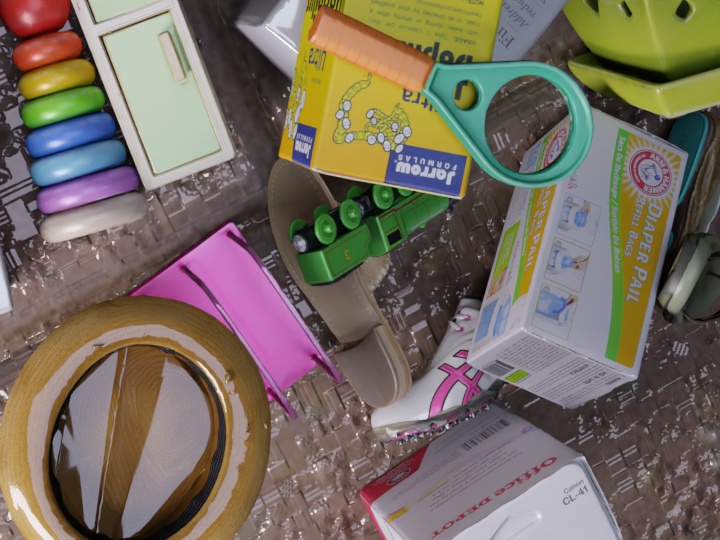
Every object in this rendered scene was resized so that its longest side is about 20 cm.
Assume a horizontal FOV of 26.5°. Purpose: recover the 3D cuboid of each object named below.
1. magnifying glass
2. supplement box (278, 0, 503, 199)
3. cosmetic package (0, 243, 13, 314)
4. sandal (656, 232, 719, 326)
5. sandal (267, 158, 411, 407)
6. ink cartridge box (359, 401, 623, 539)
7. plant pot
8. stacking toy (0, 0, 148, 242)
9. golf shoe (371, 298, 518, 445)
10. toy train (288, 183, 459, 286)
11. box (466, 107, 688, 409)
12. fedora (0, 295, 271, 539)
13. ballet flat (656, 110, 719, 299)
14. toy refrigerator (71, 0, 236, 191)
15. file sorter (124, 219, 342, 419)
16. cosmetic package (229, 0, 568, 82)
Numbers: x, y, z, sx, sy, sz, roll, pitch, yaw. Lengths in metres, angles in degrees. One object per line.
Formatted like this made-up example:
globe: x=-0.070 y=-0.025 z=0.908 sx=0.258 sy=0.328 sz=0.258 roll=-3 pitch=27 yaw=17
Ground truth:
magnifying glass: x=0.059 y=-0.114 z=0.961 sx=0.198 sy=0.022 sz=0.080 roll=23 pitch=92 yaw=-17
supplement box: x=0.024 y=-0.160 z=1.012 sx=0.108 sy=0.109 sz=0.202 roll=9 pitch=96 yaw=-16
cosmetic package: x=-0.310 y=-0.065 z=1.116 sx=0.073 sy=0.102 sz=0.202 roll=-14 pitch=100 yaw=-14
sandal: x=0.279 y=0.014 z=1.225 sx=0.057 sy=0.201 sz=0.081 roll=20 pitch=97 yaw=16
sandal: x=-0.004 y=0.002 z=1.231 sx=0.069 sy=0.077 sz=0.214 roll=-23 pitch=89 yaw=-46
ink cartridge box: x=0.097 y=0.193 z=1.209 sx=0.147 sy=0.200 sz=0.086 roll=-31 pitch=104 yaw=-8
plant pot: x=0.261 y=-0.232 z=1.196 sx=0.197 sy=0.200 sz=0.183 roll=-16 pitch=108 yaw=-12
stacking toy: x=-0.225 y=-0.127 z=1.148 sx=0.084 sy=0.085 sz=0.202 roll=-16 pitch=95 yaw=-12
golf shoe: x=0.088 y=0.074 z=1.263 sx=0.199 sy=0.073 sz=0.093 roll=-27 pitch=85 yaw=-15
toy train: x=0.018 y=-0.045 z=1.188 sx=0.199 sy=0.041 sz=0.057 roll=-32 pitch=106 yaw=-44
box: x=0.172 y=-0.011 z=1.206 sx=0.100 sy=0.112 sz=0.202 roll=23 pitch=67 yaw=-12
fedora: x=-0.158 y=0.117 z=1.063 sx=0.198 sy=0.082 sz=0.203 roll=-1 pitch=92 yaw=-14
ballet flat: x=0.265 y=-0.036 z=1.298 sx=0.072 sy=0.068 sz=0.202 roll=26 pitch=87 yaw=-37
toy refrigerator: x=-0.163 y=-0.169 z=1.149 sx=0.075 sy=0.070 sz=0.202 roll=-20 pitch=102 yaw=-1
file sorter: x=-0.132 y=0.082 z=1.171 sx=0.199 sy=0.125 sz=0.140 roll=-36 pitch=105 yaw=-7
cosmetic package: x=0.034 y=-0.207 z=1.151 sx=0.167 sy=0.166 sz=0.201 roll=40 pitch=88 yaw=-17
